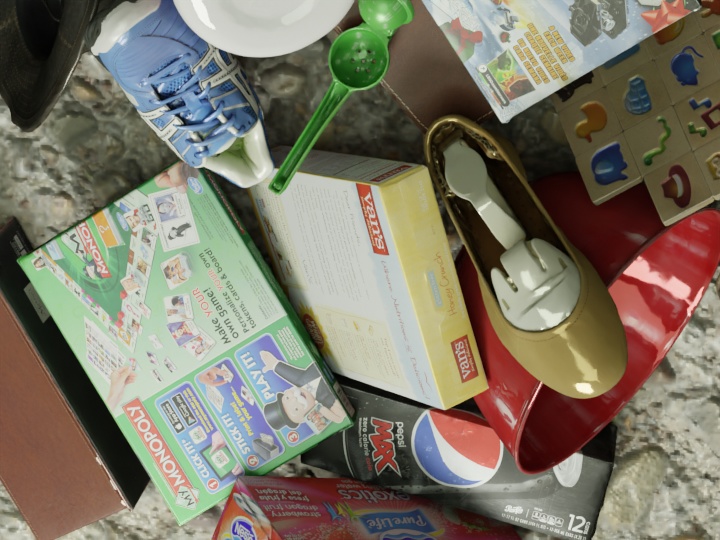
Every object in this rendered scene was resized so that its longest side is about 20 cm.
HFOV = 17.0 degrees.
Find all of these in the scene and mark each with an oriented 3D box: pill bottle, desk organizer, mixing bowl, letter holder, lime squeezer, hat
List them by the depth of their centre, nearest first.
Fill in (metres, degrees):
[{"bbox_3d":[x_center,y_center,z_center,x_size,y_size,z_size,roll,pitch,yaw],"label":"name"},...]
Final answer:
[{"bbox_3d":[-0.001,-0.136,1.382,0.038,0.070,0.201,43,127,20],"label":"lime squeezer"},{"bbox_3d":[-0.067,-0.218,1.395,0.111,0.201,0.113,-6,127,-9],"label":"pill bottle"},{"bbox_3d":[0.086,-0.193,1.443,0.200,0.101,0.142,-37,103,20],"label":"letter holder"},{"bbox_3d":[-0.170,-0.186,1.478,0.080,0.201,0.202,-1,117,-30],"label":"hat"},{"bbox_3d":[0.122,0.015,1.484,0.108,0.200,0.201,38,114,21],"label":"mixing bowl"},{"bbox_3d":[-0.223,0.077,1.612,0.077,0.072,0.201,-24,105,19],"label":"desk organizer"}]

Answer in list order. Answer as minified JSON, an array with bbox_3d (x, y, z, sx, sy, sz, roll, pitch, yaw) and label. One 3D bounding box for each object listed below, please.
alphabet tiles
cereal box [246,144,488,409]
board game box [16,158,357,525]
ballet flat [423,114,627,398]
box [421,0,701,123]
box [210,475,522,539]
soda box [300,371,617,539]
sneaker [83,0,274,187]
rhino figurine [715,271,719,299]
[{"bbox_3d":[0.189,-0.131,1.422,0.166,0.008,0.201,-28,60,15],"label":"alphabet tiles"},{"bbox_3d":[0.000,0.000,1.484,0.039,0.200,0.145,-23,107,-23],"label":"cereal box"},{"bbox_3d":[-0.110,0.043,1.533,0.134,0.029,0.201,-30,95,10],"label":"board game box"},{"bbox_3d":[0.086,-0.011,1.374,0.068,0.201,0.063,-37,143,8],"label":"ballet flat"},{"bbox_3d":[0.086,-0.202,1.363,0.136,0.040,0.201,-29,108,19],"label":"box"},{"bbox_3d":[0.003,0.200,1.556,0.199,0.096,0.100,6,118,-36],"label":"box"},{"bbox_3d":[0.066,0.114,1.578,0.198,0.071,0.064,15,110,3],"label":"soda box"},{"bbox_3d":[-0.099,-0.112,1.436,0.076,0.200,0.077,-37,66,6],"label":"sneaker"},{"bbox_3d":[0.316,0.025,1.510,0.199,0.060,0.088,23,127,-2],"label":"rhino figurine"}]
